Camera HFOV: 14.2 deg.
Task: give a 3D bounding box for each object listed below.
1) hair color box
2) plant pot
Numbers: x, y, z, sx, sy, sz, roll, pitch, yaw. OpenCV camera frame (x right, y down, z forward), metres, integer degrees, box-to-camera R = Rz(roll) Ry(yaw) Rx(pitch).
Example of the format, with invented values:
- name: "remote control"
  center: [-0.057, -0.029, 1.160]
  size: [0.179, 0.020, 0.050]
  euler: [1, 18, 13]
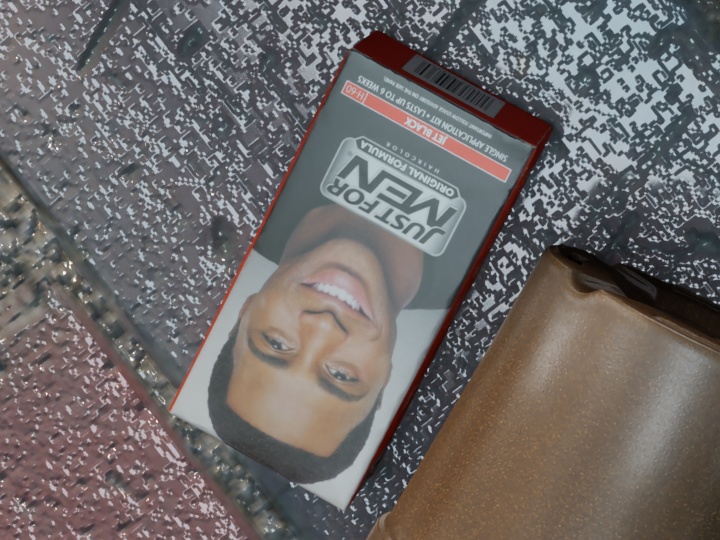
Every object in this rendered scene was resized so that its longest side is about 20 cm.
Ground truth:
- name: "hair color box"
  center: [0.000, 0.000, 1.365]
  size: [0.101, 0.061, 0.201]
  euler: [28, 107, 5]
- name: "plant pot"
  center: [0.111, 0.109, 1.305]
  size: [0.199, 0.200, 0.199]
  euler: [27, 99, 6]
